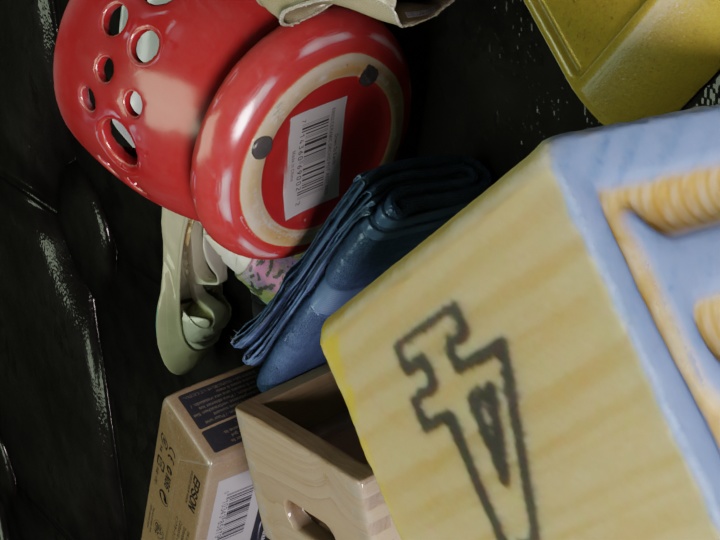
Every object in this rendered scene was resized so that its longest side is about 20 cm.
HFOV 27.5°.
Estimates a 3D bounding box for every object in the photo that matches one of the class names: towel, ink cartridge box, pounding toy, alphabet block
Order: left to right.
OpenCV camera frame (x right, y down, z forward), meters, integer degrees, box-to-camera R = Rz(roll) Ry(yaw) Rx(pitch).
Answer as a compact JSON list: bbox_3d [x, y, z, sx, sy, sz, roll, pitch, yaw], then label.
[{"bbox_3d":[-0.079,0.158,1.160,0.075,0.164,0.201,50,144,31],"label":"ink cartridge box"},{"bbox_3d":[0.000,0.000,0.967,0.049,0.111,0.200,56,134,22],"label":"towel"},{"bbox_3d":[0.034,0.151,0.938,0.200,0.183,0.143,21,129,54],"label":"pounding toy"},{"bbox_3d":[0.131,0.055,0.694,0.200,0.194,0.197,-40,67,51],"label":"alphabet block"}]

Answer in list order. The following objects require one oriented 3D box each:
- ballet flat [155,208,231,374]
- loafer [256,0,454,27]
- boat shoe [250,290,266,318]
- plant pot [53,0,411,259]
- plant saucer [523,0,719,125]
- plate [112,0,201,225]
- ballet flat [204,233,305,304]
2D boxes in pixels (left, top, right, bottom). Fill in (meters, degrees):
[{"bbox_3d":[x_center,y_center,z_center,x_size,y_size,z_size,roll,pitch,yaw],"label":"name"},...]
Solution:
[{"bbox_3d":[-0.144,0.014,1.306,0.069,0.069,0.201,36,134,47],"label":"ballet flat"},{"bbox_3d":[0.014,-0.165,0.811,0.199,0.075,0.069,-14,100,51],"label":"loafer"},{"bbox_3d":[-0.041,0.004,1.110,0.063,0.072,0.200,66,154,7],"label":"boat shoe"},{"bbox_3d":[-0.075,-0.120,0.988,0.182,0.200,0.201,37,135,33],"label":"plant pot"},{"bbox_3d":[0.127,-0.189,0.747,0.201,0.048,0.200,64,150,17],"label":"plant saucer"},{"bbox_3d":[-0.146,-0.166,1.227,0.200,0.032,0.201,45,135,41],"label":"plate"},{"bbox_3d":[-0.081,-0.038,1.092,0.069,0.071,0.200,-55,24,18],"label":"ballet flat"}]
